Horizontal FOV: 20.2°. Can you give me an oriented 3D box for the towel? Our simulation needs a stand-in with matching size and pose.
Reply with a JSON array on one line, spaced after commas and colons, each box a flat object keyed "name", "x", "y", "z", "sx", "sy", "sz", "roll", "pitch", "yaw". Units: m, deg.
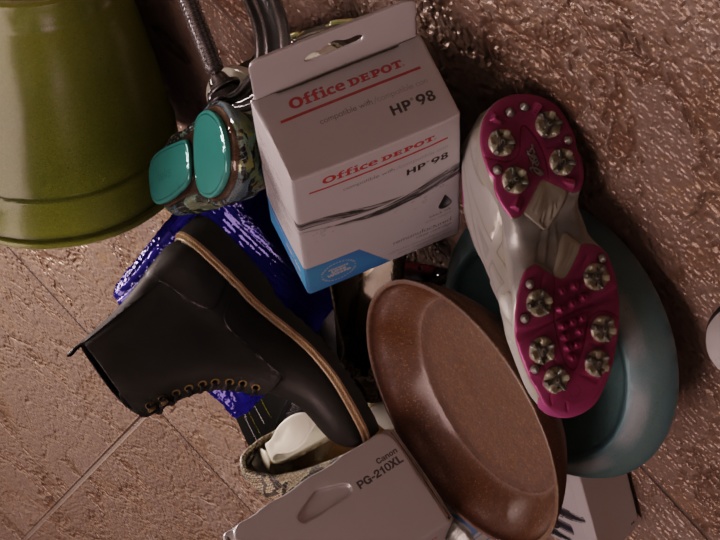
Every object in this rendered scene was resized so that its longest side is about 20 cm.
[{"name": "towel", "x": -0.083, "y": -0.006, "z": 1.495, "sx": 0.148, "sy": 0.050, "sz": 0.200, "roll": 43, "pitch": 110, "yaw": 10}]

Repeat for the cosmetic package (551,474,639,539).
[{"name": "cosmetic package", "x": 0.141, "y": 0.118, "z": 1.462, "sx": 0.082, "sy": 0.051, "sz": 0.201, "roll": 22, "pitch": 144, "yaw": 39}]

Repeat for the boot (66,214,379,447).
[{"name": "boot", "x": -0.097, "y": 0.081, "z": 1.429, "sx": 0.200, "sy": 0.138, "sz": 0.077, "roll": 47, "pitch": 165, "yaw": -1}]

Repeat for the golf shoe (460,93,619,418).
[{"name": "golf shoe", "x": 0.109, "y": -0.008, "z": 1.266, "sx": 0.091, "sy": 0.075, "sz": 0.202, "roll": 172, "pitch": 88, "yaw": -71}]

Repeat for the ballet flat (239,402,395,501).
[{"name": "ballet flat", "x": -0.006, "y": 0.116, "z": 1.536, "sx": 0.075, "sy": 0.199, "sz": 0.068, "roll": 38, "pitch": -153, "yaw": -52}]

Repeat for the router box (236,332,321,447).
[{"name": "router box", "x": -0.091, "y": 0.034, "z": 1.620, "sx": 0.201, "sy": 0.051, "sz": 0.149, "roll": 64, "pitch": 158, "yaw": 16}]

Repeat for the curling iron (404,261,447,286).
[{"name": "curling iron", "x": -0.002, "y": -0.001, "z": 1.525, "sx": 0.199, "sy": 0.049, "sz": 0.026, "roll": 18, "pitch": 127, "yaw": 51}]

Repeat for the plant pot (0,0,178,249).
[{"name": "plant pot", "x": -0.237, "y": -0.153, "z": 1.526, "sx": 0.200, "sy": 0.200, "sz": 0.194, "roll": 29, "pitch": 138, "yaw": 33}]

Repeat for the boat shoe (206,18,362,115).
[{"name": "boat shoe", "x": -0.041, "y": -0.126, "z": 1.381, "sx": 0.072, "sy": 0.060, "sz": 0.201, "roll": 59, "pitch": 152, "yaw": -12}]

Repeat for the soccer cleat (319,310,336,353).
[{"name": "soccer cleat", "x": 0.002, "y": 0.096, "z": 1.624, "sx": 0.086, "sy": 0.070, "sz": 0.201, "roll": 33, "pitch": 151, "yaw": 27}]

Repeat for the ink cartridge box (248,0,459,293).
[{"name": "ink cartridge box", "x": -0.001, "y": -0.074, "z": 1.272, "sx": 0.200, "sy": 0.115, "sz": 0.067, "roll": 84, "pitch": 162, "yaw": -64}]

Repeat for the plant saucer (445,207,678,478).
[{"name": "plant saucer", "x": 0.124, "y": 0.049, "z": 1.339, "sx": 0.199, "sy": 0.027, "sz": 0.202, "roll": 25, "pitch": 126, "yaw": 40}]

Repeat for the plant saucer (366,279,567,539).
[{"name": "plant saucer", "x": 0.078, "y": 0.090, "z": 1.351, "sx": 0.200, "sy": 0.037, "sz": 0.201, "roll": 43, "pitch": 148, "yaw": 35}]

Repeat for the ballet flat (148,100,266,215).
[{"name": "ballet flat", "x": -0.089, "y": -0.076, "z": 1.377, "sx": 0.074, "sy": 0.074, "sz": 0.200, "roll": 53, "pitch": 163, "yaw": -12}]

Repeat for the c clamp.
[{"name": "c clamp", "x": -0.104, "y": -0.189, "z": 1.366, "sx": 0.171, "sy": 0.027, "sz": 0.201, "roll": -49, "pitch": 60, "yaw": 51}]

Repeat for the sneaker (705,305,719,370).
[{"name": "sneaker", "x": 0.247, "y": 0.069, "z": 1.160, "sx": 0.201, "sy": 0.108, "sz": 0.067, "roll": 4, "pitch": 132, "yaw": 56}]

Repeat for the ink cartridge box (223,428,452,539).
[{"name": "ink cartridge box", "x": -0.020, "y": 0.212, "z": 1.484, "sx": 0.085, "sy": 0.144, "sz": 0.200, "roll": 54, "pitch": 165, "yaw": 16}]

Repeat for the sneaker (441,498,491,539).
[{"name": "sneaker", "x": 0.059, "y": 0.161, "z": 1.554, "sx": 0.200, "sy": 0.072, "sz": 0.072, "roll": 29, "pitch": 151, "yaw": 58}]

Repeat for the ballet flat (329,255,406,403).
[{"name": "ballet flat", "x": 0.000, "y": 0.000, "z": 1.426, "sx": 0.067, "sy": 0.046, "sz": 0.202, "roll": 5, "pitch": 110, "yaw": 24}]
